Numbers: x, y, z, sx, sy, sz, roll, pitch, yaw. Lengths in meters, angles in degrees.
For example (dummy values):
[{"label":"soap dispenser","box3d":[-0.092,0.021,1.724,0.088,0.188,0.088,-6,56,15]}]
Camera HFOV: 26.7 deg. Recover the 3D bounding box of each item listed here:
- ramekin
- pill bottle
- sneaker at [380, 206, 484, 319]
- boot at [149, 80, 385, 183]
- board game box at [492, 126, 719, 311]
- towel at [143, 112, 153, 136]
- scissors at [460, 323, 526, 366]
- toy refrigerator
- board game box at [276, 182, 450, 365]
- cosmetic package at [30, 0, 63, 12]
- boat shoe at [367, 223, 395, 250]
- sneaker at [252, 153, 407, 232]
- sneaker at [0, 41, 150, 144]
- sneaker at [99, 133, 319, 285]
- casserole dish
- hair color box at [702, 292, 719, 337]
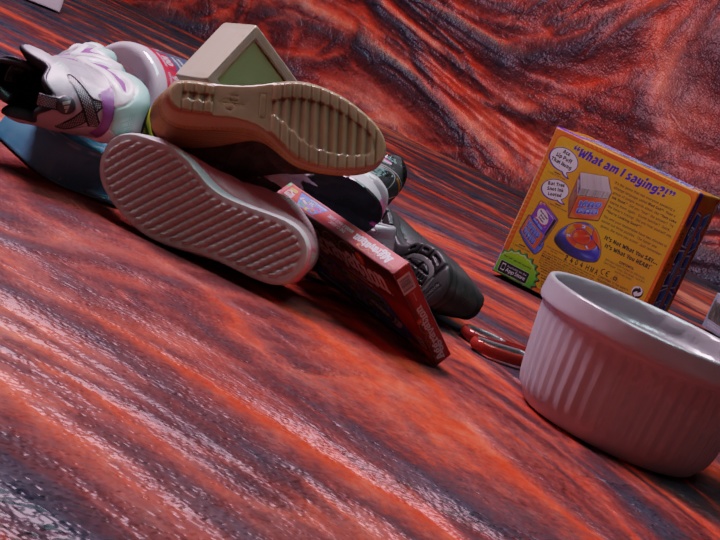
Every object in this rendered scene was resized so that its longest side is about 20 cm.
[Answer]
[{"label":"ramekin","box3d":[0.227,0.089,1.270,0.199,0.106,0.200,23,9,-4]},{"label":"pill bottle","box3d":[-0.186,-0.156,1.561,0.119,0.120,0.199,30,11,33]},{"label":"sneaker","box3d":[0.048,-0.004,1.498,0.090,0.076,0.200,29,11,-38]},{"label":"boot","box3d":[-0.084,-0.108,1.314,0.198,0.073,0.166,14,-16,-6]},{"label":"board game box","box3d":[0.321,-0.047,1.959,0.199,0.201,0.200,27,10,19]},{"label":"towel","box3d":[-0.144,-0.130,1.505,0.018,0.087,0.199,-9,8,35]},{"label":"scissors","box3d":[0.179,0.089,1.443,0.199,0.014,0.073,20,7,-28]},{"label":"toy refrigerator","box3d":[-0.084,-0.141,1.491,0.070,0.076,0.200,16,-31,53]},{"label":"board game box","box3d":[0.000,0.000,1.293,0.200,0.019,0.103,36,-24,52]},{"label":"cosmetic package","box3d":[-0.639,-0.553,2.786,0.199,0.082,0.113,21,10,-25]},{"label":"boat shoe","box3d":[-0.057,-0.052,1.456,0.199,0.069,0.072,25,10,24]},{"label":"sneaker","box3d":[-0.043,-0.089,1.406,0.199,0.081,0.086,21,40,30]},{"label":"sneaker","box3d":[-0.277,-0.167,1.317,0.139,0.078,0.200,11,9,-31]},{"label":"sneaker","box3d":[-0.121,-0.048,1.279,0.199,0.076,0.105,28,8,10]},{"label":"casserole dish","box3d":[-0.256,-0.108,1.384,0.120,0.039,0.200,15,14,-38]},{"label":"hair color box","box3d":[0.636,0.105,2.332,0.199,0.061,0.099,19,10,-22]}]
